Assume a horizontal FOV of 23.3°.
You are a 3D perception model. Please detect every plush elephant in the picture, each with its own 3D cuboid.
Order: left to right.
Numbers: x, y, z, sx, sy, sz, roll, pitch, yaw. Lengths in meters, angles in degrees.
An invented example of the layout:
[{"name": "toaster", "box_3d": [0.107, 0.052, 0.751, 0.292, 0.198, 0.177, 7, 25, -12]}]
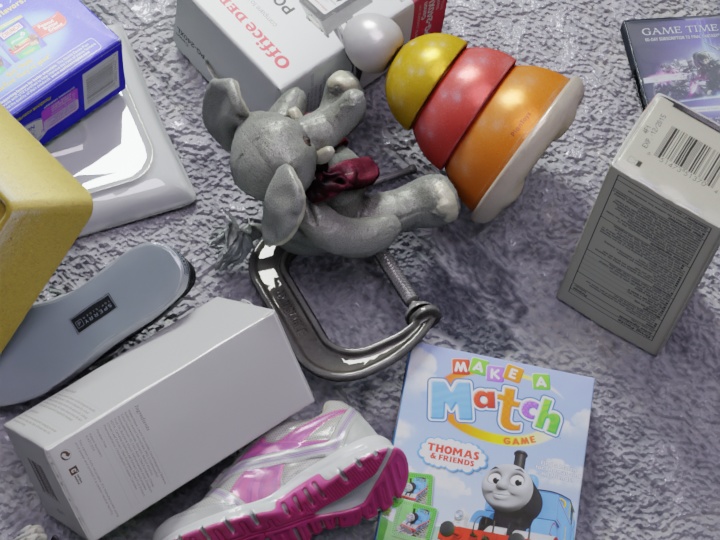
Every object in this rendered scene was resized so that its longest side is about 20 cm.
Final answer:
[{"name": "plush elephant", "box_3d": [-0.043, -0.086, 1.366, 0.199, 0.155, 0.165, -30, 69, -8]}]

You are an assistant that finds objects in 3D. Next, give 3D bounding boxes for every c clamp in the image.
[{"name": "c clamp", "box_3d": [0.000, 0.000, 1.415, 0.170, 0.027, 0.201, -17, 51, -11]}]

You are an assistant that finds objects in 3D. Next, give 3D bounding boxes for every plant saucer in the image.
[{"name": "plant saucer", "box_3d": [-0.324, -0.035, 1.322, 0.200, 0.048, 0.200, 43, 108, 21]}]

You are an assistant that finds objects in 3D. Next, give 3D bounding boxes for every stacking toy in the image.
[{"name": "stacking toy", "box_3d": [0.072, -0.150, 1.442, 0.200, 0.146, 0.146, 38, 62, 3]}]

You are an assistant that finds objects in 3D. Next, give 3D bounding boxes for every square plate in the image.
[{"name": "square plate", "box_3d": [-0.263, -0.114, 1.465, 0.199, 0.028, 0.199, -18, 64, -16]}]

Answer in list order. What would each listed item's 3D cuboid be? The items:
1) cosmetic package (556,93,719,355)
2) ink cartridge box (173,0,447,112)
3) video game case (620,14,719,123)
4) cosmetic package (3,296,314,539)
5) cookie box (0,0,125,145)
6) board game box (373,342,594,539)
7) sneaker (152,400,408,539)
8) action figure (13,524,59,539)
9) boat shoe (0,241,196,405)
[{"name": "cosmetic package", "box_3d": [0.235, -0.033, 1.380, 0.103, 0.200, 0.087, 31, 60, 9]}, {"name": "ink cartridge box", "box_3d": [-0.044, -0.226, 1.524, 0.200, 0.084, 0.145, -36, 70, -24]}, {"name": "video game case", "box_3d": [0.322, -0.144, 1.559, 0.142, 0.019, 0.201, -4, 60, -10]}, {"name": "cosmetic package", "box_3d": [-0.149, 0.105, 1.295, 0.199, 0.107, 0.085, -30, 108, -21]}, {"name": "cookie box", "box_3d": [-0.322, -0.188, 1.441, 0.171, 0.075, 0.200, -38, 71, -24]}, {"name": "board game box", "box_3d": [0.094, 0.162, 1.345, 0.150, 0.037, 0.201, 11, 59, 1]}, {"name": "sneaker", "box_3d": [-0.067, 0.165, 1.304, 0.199, 0.082, 0.088, -24, 44, -11]}, {"name": "action figure", "box_3d": [-0.233, 0.251, 1.218, 0.199, 0.102, 0.119, -2, 49, -7]}, {"name": "boat shoe", "box_3d": [-0.218, 0.043, 1.357, 0.199, 0.068, 0.074, -36, 79, 2]}]
